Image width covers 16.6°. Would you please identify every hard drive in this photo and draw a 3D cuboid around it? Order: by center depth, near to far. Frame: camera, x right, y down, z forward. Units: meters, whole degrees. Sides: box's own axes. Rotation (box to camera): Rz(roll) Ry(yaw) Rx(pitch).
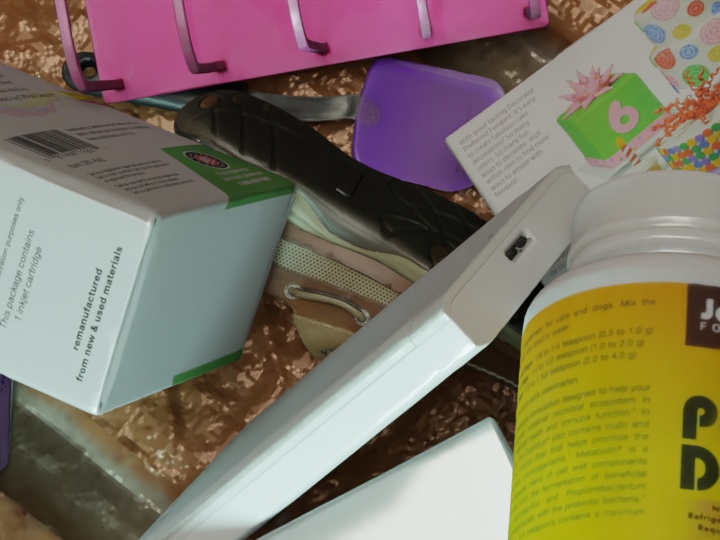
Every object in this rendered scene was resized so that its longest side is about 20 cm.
[{"bbox_3d":[-0.001,0.046,0.963,0.026,0.132,0.200,48,125,-3],"label":"hard drive"}]

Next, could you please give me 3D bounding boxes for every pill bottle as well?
[{"bbox_3d":[0.108,0.069,0.866,0.109,0.109,0.200,2,63,8],"label":"pill bottle"}]

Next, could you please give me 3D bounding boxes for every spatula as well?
[{"bbox_3d":[-0.037,-0.074,1.100,0.200,0.021,0.057,8,73,10],"label":"spatula"}]

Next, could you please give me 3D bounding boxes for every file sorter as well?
[{"bbox_3d":[-0.029,-0.152,1.024,0.200,0.125,0.139,-10,96,4],"label":"file sorter"}]

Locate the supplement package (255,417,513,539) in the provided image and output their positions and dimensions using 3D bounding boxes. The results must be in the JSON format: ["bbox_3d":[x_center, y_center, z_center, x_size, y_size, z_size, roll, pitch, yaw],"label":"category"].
[{"bbox_3d":[0.004,0.179,0.971,0.200,0.151,0.152,-27,75,1],"label":"supplement package"}]

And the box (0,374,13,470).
[{"bbox_3d":[-0.253,0.051,0.999,0.176,0.200,0.097,6,103,8],"label":"box"}]

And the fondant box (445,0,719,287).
[{"bbox_3d":[0.144,-0.020,1.003,0.144,0.058,0.200,-36,53,5],"label":"fondant box"}]

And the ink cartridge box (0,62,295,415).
[{"bbox_3d":[-0.148,-0.027,0.977,0.200,0.145,0.084,22,103,16],"label":"ink cartridge box"}]

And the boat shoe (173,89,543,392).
[{"bbox_3d":[0.000,0.000,1.060,0.200,0.076,0.074,32,116,4],"label":"boat shoe"}]
